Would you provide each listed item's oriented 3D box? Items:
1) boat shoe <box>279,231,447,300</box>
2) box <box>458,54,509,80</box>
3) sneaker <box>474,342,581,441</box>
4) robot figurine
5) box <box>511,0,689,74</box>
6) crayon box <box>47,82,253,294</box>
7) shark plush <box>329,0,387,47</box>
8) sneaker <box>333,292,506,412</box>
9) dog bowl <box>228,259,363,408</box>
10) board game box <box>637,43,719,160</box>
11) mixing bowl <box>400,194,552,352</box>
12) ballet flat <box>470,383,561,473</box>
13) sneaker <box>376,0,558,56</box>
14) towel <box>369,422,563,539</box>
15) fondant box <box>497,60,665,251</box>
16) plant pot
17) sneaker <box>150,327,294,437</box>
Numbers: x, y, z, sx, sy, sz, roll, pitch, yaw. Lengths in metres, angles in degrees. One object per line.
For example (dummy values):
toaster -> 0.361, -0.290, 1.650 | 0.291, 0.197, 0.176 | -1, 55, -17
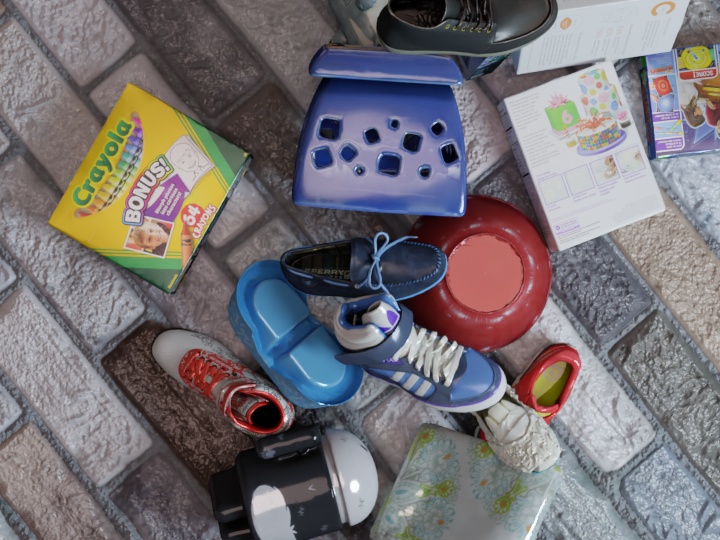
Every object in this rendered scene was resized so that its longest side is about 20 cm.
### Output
boat shoe -> 0.000, 0.000, 1.408 | 0.199, 0.069, 0.084 | -10, 65, 15
box -> 0.137, -0.311, 1.419 | 0.038, 0.200, 0.137 | -17, 90, -4
sneaker -> 0.204, 0.173, 1.474 | 0.077, 0.085, 0.200 | 31, 88, -1
robot figurine -> -0.079, 0.262, 1.443 | 0.199, 0.150, 0.125 | -15, 78, -5
box -> 0.281, -0.324, 1.450 | 0.199, 0.124, 0.098 | -9, 66, -3
crayon box -> -0.256, -0.099, 1.474 | 0.172, 0.058, 0.200 | 30, 88, -1
shark plush -> -0.003, -0.289, 1.502 | 0.083, 0.091, 0.201 | -1, 111, 17
sneaker -> 0.060, 0.089, 1.376 | 0.199, 0.147, 0.081 | 15, 67, 27
dog bowl -> -0.083, 0.083, 1.461 | 0.200, 0.050, 0.111 | 51, 49, 0
board game box -> 0.458, -0.217, 1.511 | 0.199, 0.034, 0.136 | -6, 89, -1
mixing bowl -> 0.146, 0.005, 1.463 | 0.199, 0.108, 0.201 | 0, 90, -3
ballet flat -> 0.160, 0.168, 1.419 | 0.072, 0.200, 0.072 | -10, 118, -20
sneaker -> 0.119, -0.268, 1.263 | 0.199, 0.106, 0.075 | -9, 90, -4
towel -> 0.121, 0.281, 1.423 | 0.200, 0.048, 0.172 | 15, 71, 37
fondant box -> 0.273, -0.141, 1.494 | 0.144, 0.058, 0.201 | -20, 91, -2
plant pot -> 0.024, -0.170, 1.398 | 0.199, 0.200, 0.181 | 2, 102, -2
sneaker -> -0.168, 0.133, 1.450 | 0.201, 0.108, 0.067 | 33, 88, -1
